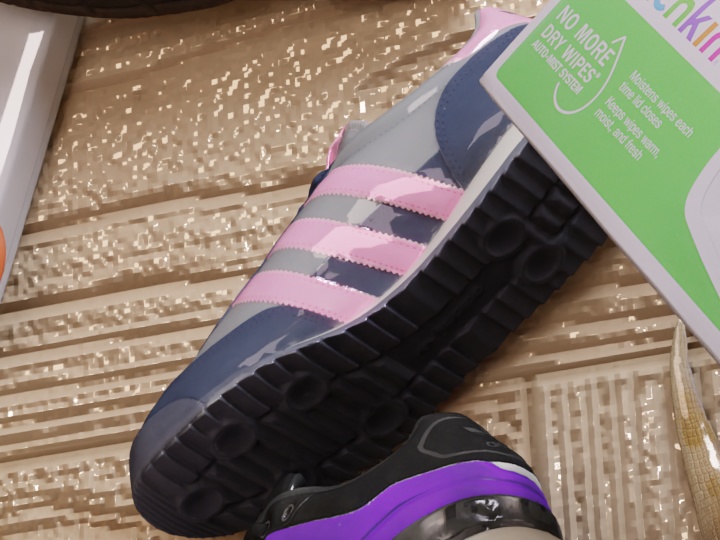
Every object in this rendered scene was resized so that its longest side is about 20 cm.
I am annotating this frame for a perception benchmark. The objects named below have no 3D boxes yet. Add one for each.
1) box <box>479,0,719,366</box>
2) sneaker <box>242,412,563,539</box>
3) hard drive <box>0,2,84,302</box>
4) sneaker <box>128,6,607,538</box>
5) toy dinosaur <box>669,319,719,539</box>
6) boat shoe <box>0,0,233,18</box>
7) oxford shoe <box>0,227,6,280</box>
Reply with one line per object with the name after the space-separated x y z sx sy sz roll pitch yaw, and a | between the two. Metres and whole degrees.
0.146 0.013 0.705 0.097 0.176 0.200 -43 35 6 | box
-0.019 0.119 0.852 0.200 0.069 0.100 -41 42 17 | sneaker
-0.168 -0.060 0.999 0.131 0.027 0.201 9 78 27 | hard drive
0.000 0.000 0.888 0.200 0.070 0.082 -40 44 5 | sneaker
0.115 0.109 0.801 0.101 0.058 0.200 -39 40 5 | toy dinosaur
-0.054 -0.133 0.946 0.199 0.072 0.076 2 56 6 | boat shoe
-0.219 -0.024 0.953 0.199 0.073 0.072 5 76 26 | oxford shoe
